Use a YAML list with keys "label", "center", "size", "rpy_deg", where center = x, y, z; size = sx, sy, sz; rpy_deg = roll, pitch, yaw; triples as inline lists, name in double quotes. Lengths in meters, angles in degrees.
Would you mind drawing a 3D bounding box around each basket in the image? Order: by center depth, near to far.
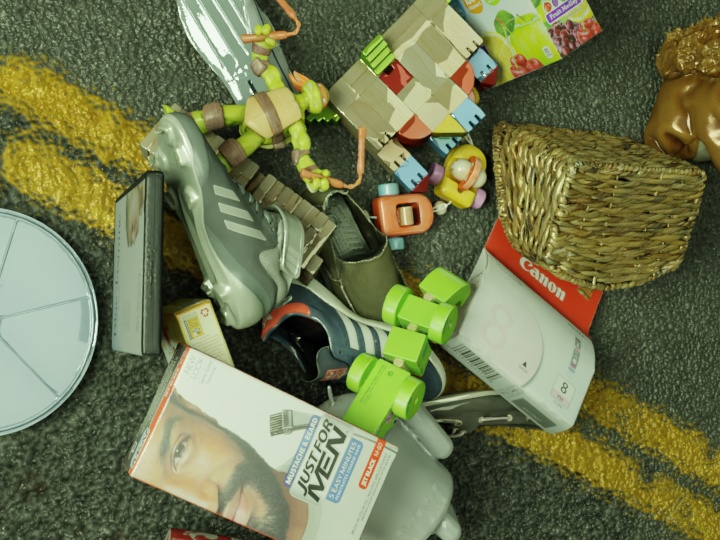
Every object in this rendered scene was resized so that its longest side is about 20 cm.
- label: "basket"
  center: [0.242, -0.068, 1.140]
  size: [0.197, 0.149, 0.145]
  rpy_deg: [0, 112, -30]

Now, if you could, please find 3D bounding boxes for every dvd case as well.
- label: "dvd case"
  center: [-0.193, -0.001, 0.906]
  size: [0.017, 0.200, 0.145]
  rpy_deg: [1, 87, -20]

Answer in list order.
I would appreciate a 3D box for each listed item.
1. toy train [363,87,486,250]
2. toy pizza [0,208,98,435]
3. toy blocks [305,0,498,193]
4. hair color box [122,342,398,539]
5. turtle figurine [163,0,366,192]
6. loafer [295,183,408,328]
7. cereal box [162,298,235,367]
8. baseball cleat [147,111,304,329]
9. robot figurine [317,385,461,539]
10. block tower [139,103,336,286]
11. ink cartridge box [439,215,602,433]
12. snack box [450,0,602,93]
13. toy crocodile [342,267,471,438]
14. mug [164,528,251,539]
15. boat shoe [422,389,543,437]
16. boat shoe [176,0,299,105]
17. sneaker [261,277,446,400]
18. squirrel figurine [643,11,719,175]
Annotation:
- label: "toy train"
  center: [0.069, -0.123, 1.096]
  size: [0.148, 0.055, 0.203]
  rpy_deg: [-2, 89, -23]
- label: "toy pizza"
  center: [-0.334, 0.045, 0.939]
  size: [0.197, 0.032, 0.204]
  rpy_deg: [1, 88, -23]
- label: "toy blocks"
  center: [0.063, -0.173, 1.045]
  size: [0.137, 0.100, 0.200]
  rpy_deg: [44, 86, -1]
- label: "hair color box"
  center: [-0.080, 0.152, 0.869]
  size: [0.198, 0.064, 0.112]
  rpy_deg: [27, 81, -16]
- label: "turtle figurine"
  center: [-0.094, -0.146, 0.959]
  size: [0.160, 0.064, 0.202]
  rpy_deg: [-23, 89, -16]
- label: "loafer"
  center: [0.000, 0.000, 1.056]
  size: [0.075, 0.069, 0.201]
  rpy_deg: [-38, 102, -19]
- label: "cereal box"
  center: [-0.132, 0.125, 0.959]
  size: [0.039, 0.144, 0.203]
  rpy_deg: [-21, 95, -20]
- label: "baseball cleat"
  center: [-0.109, -0.052, 0.905]
  size: [0.106, 0.069, 0.202]
  rpy_deg: [-30, 123, -28]
- label: "robot figurine"
  center: [0.012, 0.200, 1.031]
  size: [0.170, 0.113, 0.200]
  rpy_deg: [-45, 105, 3]
- label: "block tower"
  center: [-0.111, -0.071, 0.993]
  size: [0.199, 0.054, 0.058]
  rpy_deg: [38, 76, 2]
- label: "ink cartridge box"
  center: [0.185, 0.042, 1.109]
  size: [0.162, 0.057, 0.201]
  rpy_deg: [38, 62, -14]
- label: "snack box"
  center: [0.128, -0.294, 1.065]
  size: [0.067, 0.168, 0.202]
  rpy_deg: [-34, 100, -22]
- label: "toy crocodile"
  center: [0.042, 0.081, 0.987]
  size: [0.067, 0.062, 0.202]
  rpy_deg: [19, 66, 23]
- label: "mug"
  center: [-0.097, 0.332, 0.969]
  size: [0.197, 0.133, 0.180]
  rpy_deg: [15, 89, -11]
- label: "boat shoe"
  center: [0.132, 0.152, 1.108]
  size: [0.197, 0.067, 0.058]
  rpy_deg: [-5, 85, -26]
- label: "boat shoe"
  center: [-0.115, -0.215, 1.021]
  size: [0.073, 0.067, 0.202]
  rpy_deg: [-20, 101, 17]
- label: "sneaker"
  center: [-0.011, 0.086, 1.026]
  size: [0.198, 0.075, 0.085]
  rpy_deg: [28, 40, -5]
- label: "squirrel figurine"
  center: [0.417, -0.199, 1.170]
  size: [0.140, 0.186, 0.203]
  rpy_deg: [-9, 92, -22]
